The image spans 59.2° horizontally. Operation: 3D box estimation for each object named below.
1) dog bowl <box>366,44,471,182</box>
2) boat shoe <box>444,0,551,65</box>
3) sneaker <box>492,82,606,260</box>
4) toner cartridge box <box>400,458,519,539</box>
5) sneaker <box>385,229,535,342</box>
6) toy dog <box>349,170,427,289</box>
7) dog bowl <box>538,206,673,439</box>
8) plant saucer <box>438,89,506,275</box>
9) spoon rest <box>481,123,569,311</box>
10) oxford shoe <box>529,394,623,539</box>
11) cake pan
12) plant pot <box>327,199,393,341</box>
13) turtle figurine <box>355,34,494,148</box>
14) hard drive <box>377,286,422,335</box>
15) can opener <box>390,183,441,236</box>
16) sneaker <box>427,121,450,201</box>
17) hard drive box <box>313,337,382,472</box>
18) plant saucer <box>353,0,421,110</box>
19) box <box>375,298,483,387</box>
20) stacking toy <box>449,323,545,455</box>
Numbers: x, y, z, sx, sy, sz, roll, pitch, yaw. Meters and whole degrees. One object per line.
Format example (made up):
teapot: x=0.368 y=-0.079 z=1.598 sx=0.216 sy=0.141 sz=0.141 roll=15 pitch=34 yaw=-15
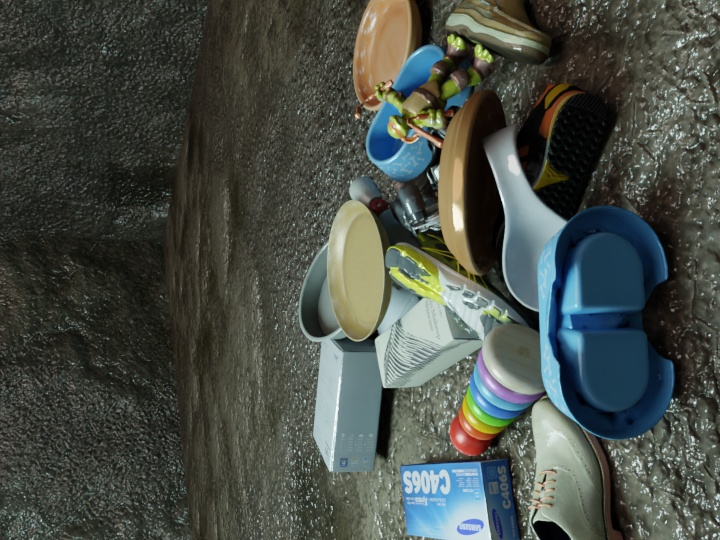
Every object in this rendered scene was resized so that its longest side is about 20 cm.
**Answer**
dog bowl: x=0.077 y=-0.226 z=0.897 sx=0.201 sy=0.049 sz=0.111 roll=-60 pitch=42 yaw=14
boat shoe: x=0.170 y=-0.306 z=0.766 sx=0.076 sy=0.071 sz=0.200 roll=-60 pitch=35 yaw=16
sneaker: x=0.196 y=-0.107 z=0.699 sx=0.090 sy=0.070 sz=0.201 roll=-104 pitch=29 yaw=-58
toner cartridge box: x=0.122 y=0.299 z=0.828 sx=0.200 sy=0.043 sz=0.096 roll=-35 pitch=58 yaw=59
sneaker: x=0.128 y=0.010 z=0.759 sx=0.200 sy=0.085 sz=0.075 roll=35 pitch=146 yaw=17
toy dog: x=0.056 y=-0.053 z=0.948 sx=0.096 sy=0.131 sz=0.201 roll=61 pitch=-163 yaw=-57
dog bowl: x=0.216 y=0.046 z=0.572 sx=0.050 sy=0.111 sz=0.201 roll=154 pitch=116 yaw=-77
plant saucer: x=0.127 y=-0.096 z=0.703 sx=0.037 sy=0.200 sz=0.201 roll=4 pitch=91 yaw=25
spoon rest: x=0.175 y=-0.044 z=0.637 sx=0.099 sy=0.061 sz=0.201 roll=-22 pitch=103 yaw=25
oxford shoe: x=0.203 y=0.221 z=0.630 sx=0.071 sy=0.073 sz=0.201 roll=129 pitch=137 yaw=-52
cake pan: x=-0.032 y=0.027 z=1.054 sx=0.200 sy=0.037 sz=0.201 roll=-34 pitch=43 yaw=39
plant pot: x=0.000 y=0.000 z=0.909 sx=0.200 sy=0.027 sz=0.201 roll=179 pitch=90 yaw=-65
turtle figurine: x=0.091 y=-0.213 z=0.788 sx=0.161 sy=0.064 sz=0.200 roll=-44 pitch=36 yaw=-3
hard drive: x=0.046 y=0.018 z=1.034 sx=0.132 sy=0.027 sz=0.201 roll=116 pitch=146 yaw=-41
can opener: x=0.072 y=-0.083 z=0.801 sx=0.200 sy=0.052 sz=0.067 roll=-116 pitch=1 yaw=-81
sneaker: x=0.121 y=-0.099 z=0.828 sx=0.074 sy=0.080 sz=0.201 roll=-15 pitch=76 yaw=61
hard drive box: x=-0.023 y=0.214 z=1.073 sx=0.156 sy=0.076 sz=0.201 roll=-151 pitch=65 yaw=-73
plant saucer: x=0.046 y=-0.364 z=1.041 sx=0.200 sy=0.037 sz=0.201 roll=-9 pitch=80 yaw=63
box: x=0.095 y=0.095 z=0.874 sx=0.200 sy=0.068 sz=0.083 roll=130 pitch=136 yaw=-52
stacking toy: x=0.150 y=0.152 z=0.737 sx=0.201 sy=0.085 sz=0.086 roll=109 pitch=151 yaw=-45
